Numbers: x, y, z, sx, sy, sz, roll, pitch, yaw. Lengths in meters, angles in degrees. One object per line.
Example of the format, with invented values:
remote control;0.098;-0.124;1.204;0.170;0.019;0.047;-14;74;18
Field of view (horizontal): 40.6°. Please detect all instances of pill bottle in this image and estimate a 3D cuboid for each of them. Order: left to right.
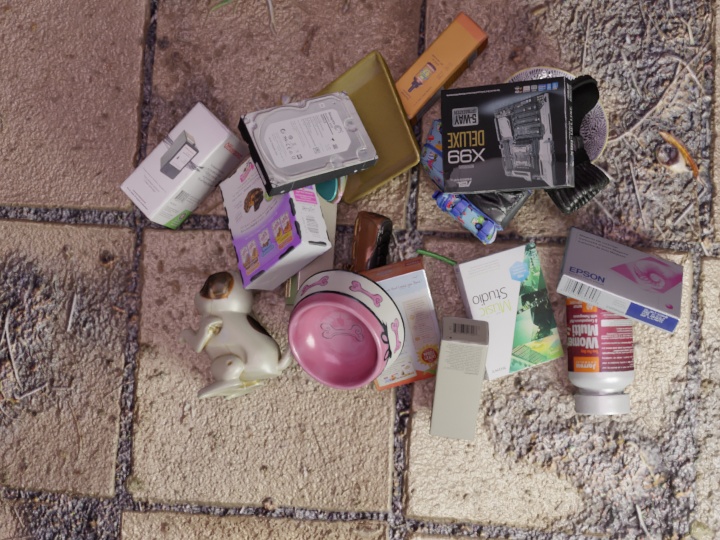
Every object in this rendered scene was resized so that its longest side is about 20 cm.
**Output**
pill bottle;0.396;0.133;1.610;0.107;0.110;0.204;-1;86;6

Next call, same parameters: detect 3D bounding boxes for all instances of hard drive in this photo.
hard drive;-0.085;-0.210;1.589;0.197;0.038;0.141;-17;71;-25

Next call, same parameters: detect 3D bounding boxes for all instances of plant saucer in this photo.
plant saucer;0.015;-0.242;1.663;0.199;0.048;0.203;-26;82;46

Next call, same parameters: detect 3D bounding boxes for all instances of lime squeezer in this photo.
lime squeezer;0.183;0.022;1.683;0.071;0.038;0.201;-42;83;34

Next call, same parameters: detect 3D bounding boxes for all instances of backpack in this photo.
backpack;0.175;-0.154;1.611;0.199;0.183;0.135;39;95;1

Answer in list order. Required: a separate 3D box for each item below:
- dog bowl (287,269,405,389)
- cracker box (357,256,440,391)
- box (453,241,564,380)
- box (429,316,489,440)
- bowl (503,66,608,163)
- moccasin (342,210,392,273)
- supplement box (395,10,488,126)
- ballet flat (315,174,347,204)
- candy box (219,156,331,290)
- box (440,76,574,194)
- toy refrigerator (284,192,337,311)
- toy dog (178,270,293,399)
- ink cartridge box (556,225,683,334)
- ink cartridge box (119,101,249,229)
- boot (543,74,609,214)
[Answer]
dog bowl;-0.031;0.104;1.573;0.197;0.074;0.203;11;123;17
cracker box;0.064;0.090;1.631;0.131;0.058;0.203;-14;115;5
box;0.250;0.068;1.641;0.142;0.036;0.204;-16;92;-11
box;0.161;0.179;1.601;0.081;0.069;0.203;7;123;3
bowl;0.307;-0.230;1.635;0.197;0.094;0.204;3;66;-7
moccasin;-0.001;0.000;1.674;0.077;0.073;0.205;16;107;29
supplement box;0.132;-0.348;1.688;0.067;0.069;0.200;44;90;7
ballet flat;-0.065;-0.189;1.670;0.070;0.070;0.201;-55;52;25
candy box;-0.146;-0.094;1.636;0.167;0.071;0.203;-34;63;39
box;0.221;-0.200;1.471;0.197;0.050;0.161;-1;91;26
toy refrigerator;-0.088;-0.030;1.677;0.069;0.076;0.204;4;88;-20
toy dog;-0.219;0.100;1.657;0.192;0.139;0.203;-25;76;24
ink cartridge box;0.425;-0.002;1.580;0.193;0.201;0.044;19;130;6
ink cartridge box;-0.299;-0.177;1.683;0.084;0.145;0.200;44;91;8
boot;0.341;-0.196;1.526;0.210;0.080;0.158;-40;72;-17
